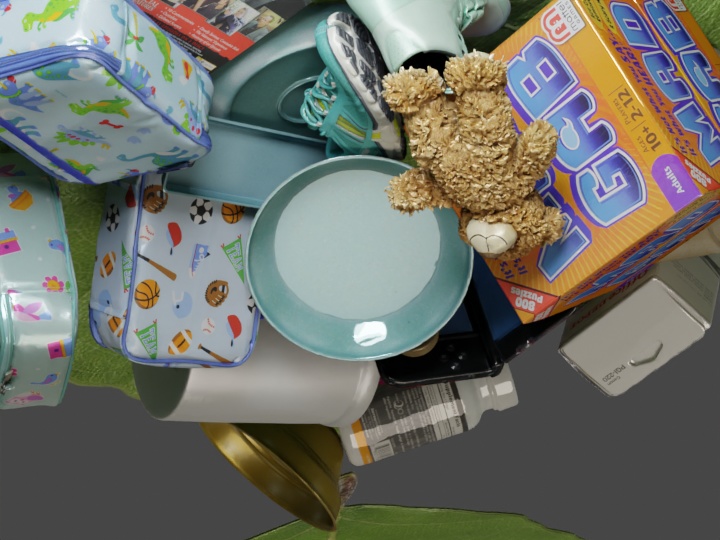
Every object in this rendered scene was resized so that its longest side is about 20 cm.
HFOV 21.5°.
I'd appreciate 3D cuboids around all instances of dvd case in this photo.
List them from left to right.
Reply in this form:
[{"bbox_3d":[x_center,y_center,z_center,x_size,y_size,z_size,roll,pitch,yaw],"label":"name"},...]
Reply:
[{"bbox_3d":[-0.101,-0.227,1.471,0.199,0.022,0.146,-32,149,25],"label":"dvd case"}]

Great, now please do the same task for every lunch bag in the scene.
[{"bbox_3d":[-0.294,0.015,1.595,0.077,0.201,0.161,-2,150,-23],"label":"lunch bag"},{"bbox_3d":[-0.218,-0.139,1.472,0.160,0.083,0.200,-9,156,23],"label":"lunch bag"},{"bbox_3d":[-0.151,-0.009,1.660,0.159,0.202,0.075,4,-171,-38],"label":"lunch bag"}]

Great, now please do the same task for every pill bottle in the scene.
[{"bbox_3d":[0.067,0.134,2.099,0.199,0.117,0.117,-19,152,-1],"label":"pill bottle"}]

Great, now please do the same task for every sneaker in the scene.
[{"bbox_3d":[-0.012,-0.139,1.572,0.079,0.078,0.200,-11,152,6],"label":"sneaker"},{"bbox_3d":[0.069,-0.185,1.528,0.074,0.119,0.200,-39,156,32],"label":"sneaker"}]

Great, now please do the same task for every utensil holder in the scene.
[{"bbox_3d":[-0.103,0.066,1.833,0.199,0.171,0.170,3,146,-28],"label":"utensil holder"}]

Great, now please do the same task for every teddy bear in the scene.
[{"bbox_3d":[0.088,-0.082,1.471,0.144,0.067,0.201,-3,127,2],"label":"teddy bear"}]

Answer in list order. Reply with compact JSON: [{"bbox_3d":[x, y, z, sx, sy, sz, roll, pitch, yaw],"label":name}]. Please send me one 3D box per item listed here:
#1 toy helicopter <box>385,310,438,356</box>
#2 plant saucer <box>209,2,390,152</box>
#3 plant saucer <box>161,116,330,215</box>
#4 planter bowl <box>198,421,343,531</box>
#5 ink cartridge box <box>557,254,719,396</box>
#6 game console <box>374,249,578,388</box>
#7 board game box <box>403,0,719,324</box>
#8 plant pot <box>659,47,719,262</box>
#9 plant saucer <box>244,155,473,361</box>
[{"bbox_3d":[0.000,0.000,1.737,0.132,0.201,0.079,-30,155,-10],"label":"toy helicopter"},{"bbox_3d":[-0.043,-0.155,1.626,0.199,0.028,0.201,-14,152,-8],"label":"plant saucer"},{"bbox_3d":[-0.085,-0.089,1.634,0.199,0.019,0.070,9,98,-39],"label":"plant saucer"},{"bbox_3d":[-0.080,0.194,2.105,0.084,0.200,0.201,-49,157,-17],"label":"planter bowl"},{"bbox_3d":[0.290,0.013,1.926,0.085,0.200,0.146,39,127,-13],"label":"ink cartridge box"},{"bbox_3d":[0.086,-0.010,1.769,0.171,0.201,0.119,-6,147,-18],"label":"game console"},{"bbox_3d":[0.202,-0.105,1.611,0.200,0.201,0.199,-38,168,32],"label":"board game box"},{"bbox_3d":[0.276,-0.085,1.787,0.182,0.202,0.200,-17,154,24],"label":"plant pot"},{"bbox_3d":[-0.002,-0.016,1.653,0.198,0.036,0.201,-1,118,-2],"label":"plant saucer"}]
